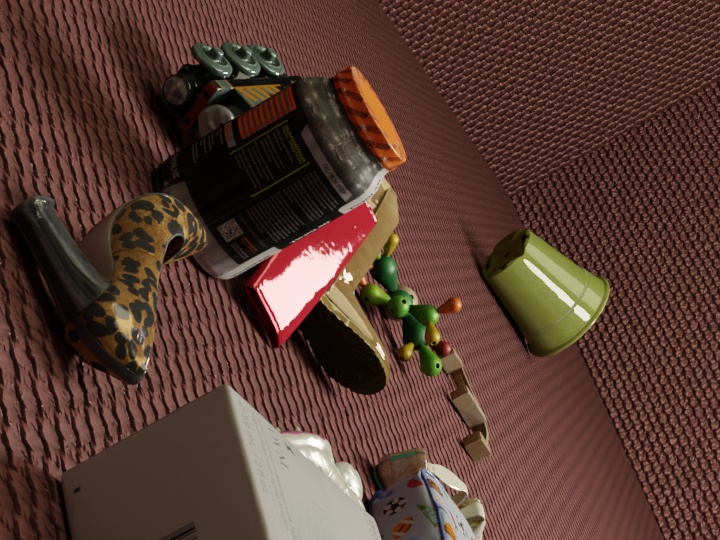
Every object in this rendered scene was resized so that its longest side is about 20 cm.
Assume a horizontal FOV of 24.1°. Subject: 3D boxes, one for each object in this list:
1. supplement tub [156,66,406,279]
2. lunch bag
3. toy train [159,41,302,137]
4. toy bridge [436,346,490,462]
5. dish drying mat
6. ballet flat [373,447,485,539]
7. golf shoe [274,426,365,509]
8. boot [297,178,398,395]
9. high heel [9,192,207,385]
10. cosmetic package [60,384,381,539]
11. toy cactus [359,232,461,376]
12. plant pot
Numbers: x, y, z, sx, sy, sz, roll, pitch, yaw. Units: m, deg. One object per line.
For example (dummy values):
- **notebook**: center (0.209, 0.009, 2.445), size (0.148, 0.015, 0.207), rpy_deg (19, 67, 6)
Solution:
- **supplement tub**: center (-0.068, -0.089, 1.479), size (0.123, 0.199, 0.123), rpy_deg (57, 12, -19)
- **lunch bag**: center (0.076, 0.286, 1.528), size (0.161, 0.075, 0.200), rpy_deg (59, 10, -24)
- **toy train**: center (-0.112, -0.164, 1.660), size (0.114, 0.085, 0.200), rpy_deg (45, 23, 15)
- **toy bridge**: center (0.143, 0.183, 2.230), size (0.067, 0.027, 0.200), rpy_deg (57, 11, -35)
- **dish drying mat**: center (-0.046, -0.017, 1.597), size (0.200, 0.018, 0.077), rpy_deg (-54, 127, -43)
- **ballet flat**: center (0.086, 0.245, 1.693), size (0.200, 0.067, 0.068), rpy_deg (52, 14, -41)
- **golf shoe**: center (-0.039, 0.179, 1.273), size (0.200, 0.075, 0.092), rpy_deg (41, 26, -59)
- **boot**: center (0.000, 0.000, 1.703), size (0.175, 0.066, 0.200), rpy_deg (54, 39, -23)
- **high heel**: center (-0.145, 0.018, 1.165), size (0.200, 0.071, 0.143), rpy_deg (0, 53, -59)
- **cosmetic package**: center (-0.056, 0.210, 0.977), size (0.200, 0.123, 0.200), rpy_deg (51, 15, -49)
- **toy cactus**: center (0.053, 0.032, 2.073), size (0.200, 0.102, 0.165), rpy_deg (53, 1, 3)
- **plant pot**: center (0.333, 0.025, 3.169), size (0.190, 0.200, 0.200), rpy_deg (45, 16, -19)
